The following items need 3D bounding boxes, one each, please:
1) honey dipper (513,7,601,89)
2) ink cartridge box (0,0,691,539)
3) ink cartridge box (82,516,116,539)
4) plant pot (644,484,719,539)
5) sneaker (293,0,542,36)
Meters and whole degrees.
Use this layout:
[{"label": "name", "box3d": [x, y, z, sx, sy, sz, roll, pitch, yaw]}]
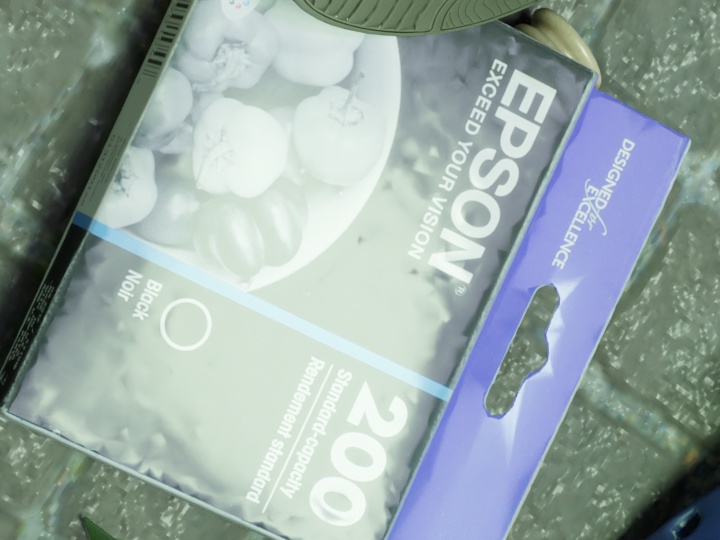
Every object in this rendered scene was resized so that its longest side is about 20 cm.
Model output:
[{"label": "honey dipper", "box3d": [0.002, -0.021, 1.066, 0.200, 0.038, 0.038, -39, 121, -11]}, {"label": "ink cartridge box", "box3d": [0.000, 0.000, 1.031, 0.199, 0.043, 0.199, 25, 89, -17]}, {"label": "ink cartridge box", "box3d": [-0.027, 0.175, 1.072, 0.059, 0.104, 0.201, -27, 117, -20]}, {"label": "plant pot", "box3d": [0.214, 0.165, 1.136, 0.199, 0.200, 0.180, 28, 99, -31]}, {"label": "sneaker", "box3d": [0.046, -0.152, 1.011, 0.199, 0.107, 0.075, -19, 150, -22]}]
